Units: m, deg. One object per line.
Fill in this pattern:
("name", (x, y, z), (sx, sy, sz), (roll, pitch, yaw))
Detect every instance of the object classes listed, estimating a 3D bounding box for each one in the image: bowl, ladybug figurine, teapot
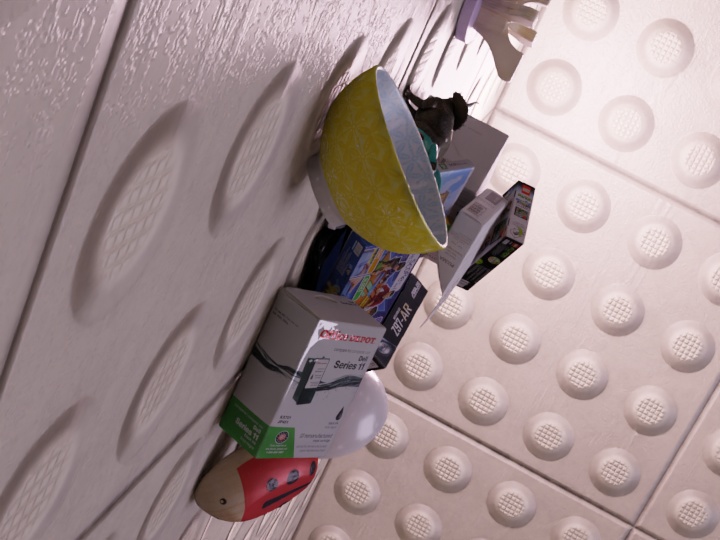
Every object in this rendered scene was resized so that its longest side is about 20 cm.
("bowl", (0.008, -0.100, 1.237), (0.106, 0.203, 0.200), (-20, -176, 13))
("ladybug figurine", (-0.132, 0.284, 1.620), (0.198, 0.072, 0.137), (-23, 149, -32))
("teapot", (-0.051, 0.198, 1.939), (0.200, 0.195, 0.148), (-114, -175, -63))

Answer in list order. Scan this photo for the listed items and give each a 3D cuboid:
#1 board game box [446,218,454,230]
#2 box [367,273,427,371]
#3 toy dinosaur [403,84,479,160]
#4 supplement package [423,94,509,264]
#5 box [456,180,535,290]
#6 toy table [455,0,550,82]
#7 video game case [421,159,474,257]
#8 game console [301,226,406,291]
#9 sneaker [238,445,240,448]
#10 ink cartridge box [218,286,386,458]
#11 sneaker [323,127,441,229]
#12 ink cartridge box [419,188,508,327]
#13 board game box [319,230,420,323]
("board game box", (0.059, -0.036, 1.868), (0.197, 0.030, 0.096), (-17, 161, -11))
("box", (-0.006, 0.090, 1.825), (0.199, 0.044, 0.161), (-14, -144, 47))
("toy dinosaur", (0.093, -0.199, 1.684), (0.201, 0.101, 0.077), (-61, 174, -28))
("supplement package", (0.127, -0.146, 1.954), (0.151, 0.150, 0.201), (-57, 172, -37))
("box", (0.217, -0.055, 1.945), (0.200, 0.034, 0.111), (-46, -156, 59))
("toy table", (0.231, -0.410, 1.899), (0.186, 0.116, 0.200), (-65, 173, 13))
("video game case", (0.056, -0.076, 1.719), (0.180, 0.022, 0.201), (-12, 145, -35))
("game console", (0.000, 0.000, 1.646), (0.177, 0.115, 0.201), (-58, 170, -43))
("sneaker", (-0.110, 0.208, 1.772), (0.202, 0.079, 0.071), (-64, 174, 8))
("ink cartridge box", (-0.072, 0.134, 1.515), (0.146, 0.083, 0.202), (9, 109, -51))
("sneaker", (0.041, -0.111, 1.520), (0.201, 0.120, 0.084), (-59, 173, -30))
("ink cartridge box", (0.148, -0.022, 1.854), (0.201, 0.047, 0.160), (-59, 171, 25))
("board game box", (0.007, 0.019, 1.623), (0.134, 0.035, 0.201), (-12, 142, -43))
